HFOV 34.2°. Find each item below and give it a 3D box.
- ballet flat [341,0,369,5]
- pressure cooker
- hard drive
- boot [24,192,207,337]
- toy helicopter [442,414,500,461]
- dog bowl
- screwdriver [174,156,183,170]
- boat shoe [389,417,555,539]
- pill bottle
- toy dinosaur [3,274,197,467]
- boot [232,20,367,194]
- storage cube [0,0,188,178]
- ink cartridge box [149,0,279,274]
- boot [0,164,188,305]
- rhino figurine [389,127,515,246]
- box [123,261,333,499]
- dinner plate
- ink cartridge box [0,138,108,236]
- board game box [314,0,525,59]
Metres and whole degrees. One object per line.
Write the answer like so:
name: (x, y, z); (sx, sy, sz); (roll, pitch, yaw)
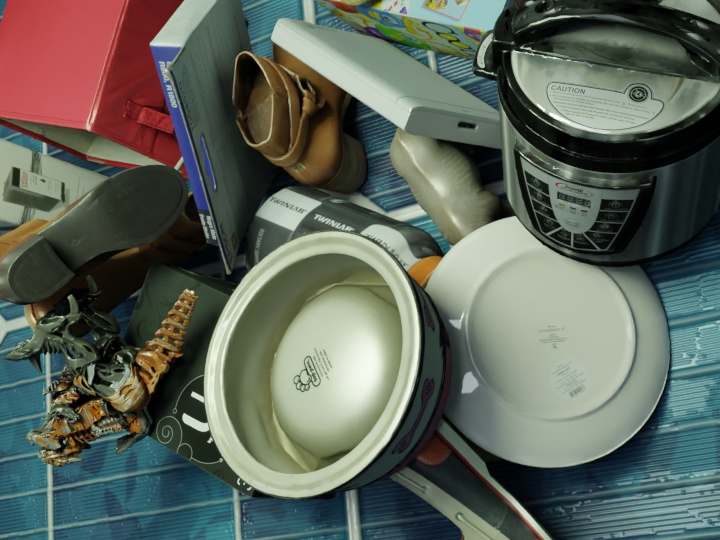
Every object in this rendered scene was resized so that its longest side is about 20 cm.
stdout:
ballet flat: (0.035, -0.311, 0.964); (0.200, 0.071, 0.071); (-51, 58, 9)
pressure cooker: (0.183, -0.120, 0.848); (0.176, 0.200, 0.179); (-23, 57, -6)
hard drive: (0.029, -0.161, 1.003); (0.200, 0.132, 0.027); (40, 117, 42)
boot: (-0.214, -0.015, 1.101); (0.155, 0.200, 0.074); (-26, 105, 33)
toy helicopter: (0.113, 0.089, 0.961); (0.200, 0.079, 0.132); (-14, 62, 18)
dog bowl: (-0.019, 0.074, 0.873); (0.200, 0.074, 0.200); (-13, 66, 33)
screwdriver: (-0.156, -0.134, 1.132); (0.028, 0.029, 0.200); (15, 46, 15)
boat shoe: (0.093, 0.189, 0.892); (0.063, 0.071, 0.200); (-44, 97, -4)
pill bottle: (0.000, 0.000, 1.002); (0.200, 0.106, 0.106); (23, 91, 43)
toy dinosaur: (-0.218, 0.082, 1.004); (0.200, 0.102, 0.136); (-44, 101, -4)
boot: (-0.068, -0.171, 1.070); (0.074, 0.155, 0.200); (-32, 64, 22)
storage cube: (-0.248, -0.207, 1.184); (0.200, 0.171, 0.180); (11, 83, 34)
ink cartridge box: (-0.130, -0.129, 1.030); (0.041, 0.200, 0.200); (-4, 33, 13)
boot: (-0.264, -0.031, 1.063); (0.188, 0.069, 0.200); (-44, 21, -21)
rhino figurine: (0.091, -0.049, 0.982); (0.060, 0.087, 0.200); (-41, 68, 21)
box: (-0.107, 0.098, 1.051); (0.200, 0.124, 0.149); (23, 92, 34)
dinner plate: (0.143, 0.050, 0.898); (0.200, 0.024, 0.200); (1, 76, -5)
ink cartridge box: (-0.382, -0.080, 1.219); (0.147, 0.200, 0.083); (1, 80, 33)
board game box: (0.074, -0.254, 1.032); (0.200, 0.103, 0.105); (21, 89, 34)
